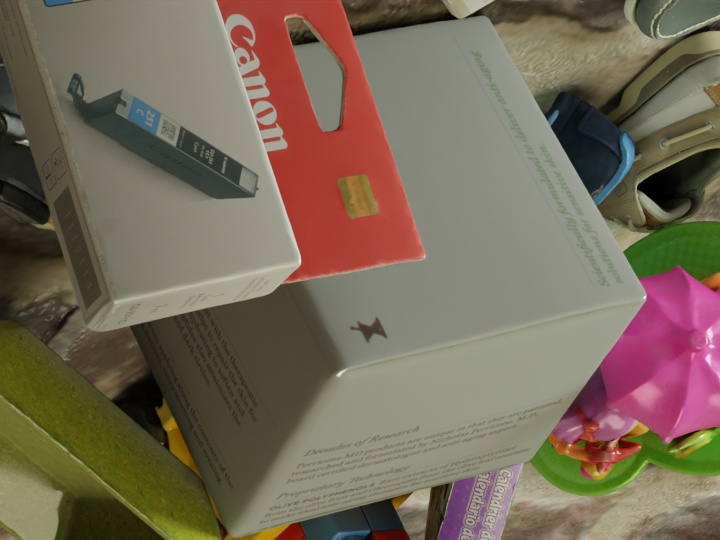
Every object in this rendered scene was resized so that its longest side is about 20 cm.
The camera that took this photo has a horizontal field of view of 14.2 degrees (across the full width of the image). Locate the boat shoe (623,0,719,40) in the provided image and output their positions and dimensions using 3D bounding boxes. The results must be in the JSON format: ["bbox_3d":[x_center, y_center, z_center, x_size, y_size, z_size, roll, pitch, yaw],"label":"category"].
[{"bbox_3d":[0.239,-0.174,1.570,0.200,0.062,0.073,-29,154,8],"label":"boat shoe"}]

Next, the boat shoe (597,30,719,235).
[{"bbox_3d":[0.165,-0.055,1.723,0.075,0.068,0.200,-4,148,-38],"label":"boat shoe"}]

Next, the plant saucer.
[{"bbox_3d":[-0.176,0.089,1.545,0.200,0.048,0.200,43,156,-24],"label":"plant saucer"}]

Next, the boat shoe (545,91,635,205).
[{"bbox_3d":[0.072,-0.026,1.700,0.200,0.069,0.084,-44,-176,11],"label":"boat shoe"}]

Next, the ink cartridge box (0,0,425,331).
[{"bbox_3d":[-0.067,-0.087,1.301,0.176,0.200,0.045,-12,166,-27],"label":"ink cartridge box"}]

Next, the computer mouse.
[{"bbox_3d":[-0.164,-0.068,1.333,0.046,0.140,0.200,-40,154,0],"label":"computer mouse"}]

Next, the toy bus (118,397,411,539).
[{"bbox_3d":[-0.045,0.135,1.757,0.136,0.192,0.200,-2,147,-43],"label":"toy bus"}]

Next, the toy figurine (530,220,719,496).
[{"bbox_3d":[0.157,0.059,1.626,0.200,0.150,0.184,-34,170,14],"label":"toy figurine"}]

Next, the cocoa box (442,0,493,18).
[{"bbox_3d":[0.082,-0.230,1.238,0.200,0.133,0.131,-29,154,7],"label":"cocoa box"}]

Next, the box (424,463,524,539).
[{"bbox_3d":[0.073,0.098,1.729,0.039,0.200,0.137,13,119,-1],"label":"box"}]

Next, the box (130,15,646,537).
[{"bbox_3d":[0.000,0.000,1.529,0.200,0.199,0.171,-12,152,-30],"label":"box"}]
